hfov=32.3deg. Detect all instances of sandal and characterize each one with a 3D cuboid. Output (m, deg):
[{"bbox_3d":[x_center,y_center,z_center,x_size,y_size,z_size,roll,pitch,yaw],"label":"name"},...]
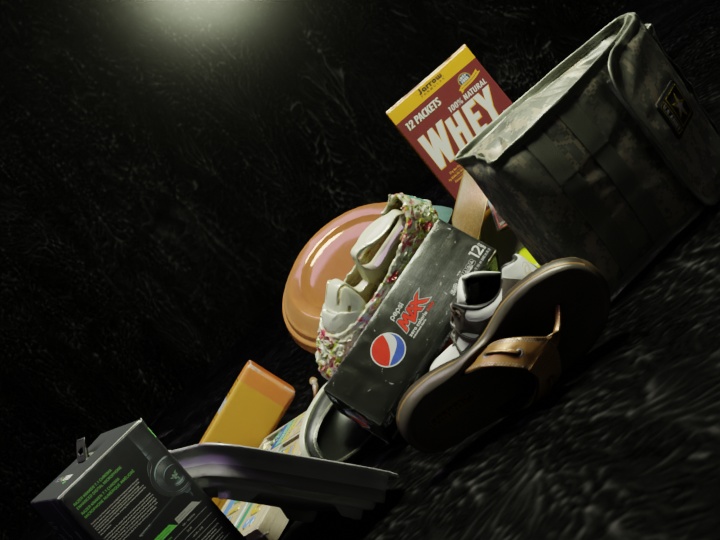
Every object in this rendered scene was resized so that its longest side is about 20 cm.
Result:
[{"bbox_3d":[0.109,0.074,0.936,0.199,0.082,0.055,-38,23,11],"label":"sandal"}]

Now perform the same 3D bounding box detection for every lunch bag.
[{"bbox_3d":[0.212,-0.098,1.056,0.200,0.164,0.117,-43,15,-7],"label":"lunch bag"}]

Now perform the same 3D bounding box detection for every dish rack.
[{"bbox_3d":[-0.075,0.182,1.051,0.200,0.170,0.044,151,130,-65],"label":"dish rack"}]

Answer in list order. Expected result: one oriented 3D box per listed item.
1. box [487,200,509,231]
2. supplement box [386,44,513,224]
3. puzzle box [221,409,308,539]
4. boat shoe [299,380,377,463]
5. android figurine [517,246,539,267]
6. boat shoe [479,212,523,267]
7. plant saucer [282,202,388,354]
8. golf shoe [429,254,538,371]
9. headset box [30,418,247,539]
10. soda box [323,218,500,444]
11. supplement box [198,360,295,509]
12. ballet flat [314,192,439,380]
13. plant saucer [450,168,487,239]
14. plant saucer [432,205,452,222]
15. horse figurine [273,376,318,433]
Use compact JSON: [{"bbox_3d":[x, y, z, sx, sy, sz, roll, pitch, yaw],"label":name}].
[{"bbox_3d":[0.240,-0.099,1.270,0.136,0.040,0.200,-13,-10,-33],"label":"box"},{"bbox_3d":[0.152,-0.161,1.635,0.132,0.198,0.200,-39,-6,5],"label":"supplement box"},{"bbox_3d":[-0.093,0.221,1.269,0.133,0.025,0.201,-36,15,39],"label":"puzzle box"},{"bbox_3d":[0.013,0.120,1.222,0.200,0.072,0.067,-42,5,-38],"label":"boat shoe"},{"bbox_3d":[0.191,-0.012,1.218,0.182,0.041,0.200,-39,4,14],"label":"android figurine"},{"bbox_3d":[0.194,-0.060,1.450,0.060,0.071,0.201,81,-148,-50],"label":"boat shoe"},{"bbox_3d":[0.000,0.000,1.304,0.198,0.038,0.202,-21,41,20],"label":"plant saucer"},{"bbox_3d":[0.108,0.044,1.069,0.078,0.095,0.200,-46,6,-39],"label":"golf shoe"},{"bbox_3d":[-0.177,0.224,1.041,0.093,0.200,0.174,-43,6,-23],"label":"headset box"},{"bbox_3d":[0.051,0.056,1.167,0.201,0.070,0.063,-55,-23,-14],"label":"soda box"},{"bbox_3d":[-0.151,0.205,1.411,0.201,0.066,0.069,-59,6,-4],"label":"supplement box"},{"bbox_3d":[0.003,0.009,1.208,0.075,0.064,0.201,24,80,49],"label":"ballet flat"},{"bbox_3d":[0.122,-0.055,1.434,0.200,0.035,0.203,14,-90,-86],"label":"plant saucer"},{"bbox_3d":[0.025,-0.006,1.409,0.200,0.036,0.200,-48,6,6],"label":"plant saucer"},{"bbox_3d":[-0.020,0.122,1.372,0.201,0.050,0.133,-56,16,5],"label":"horse figurine"}]
